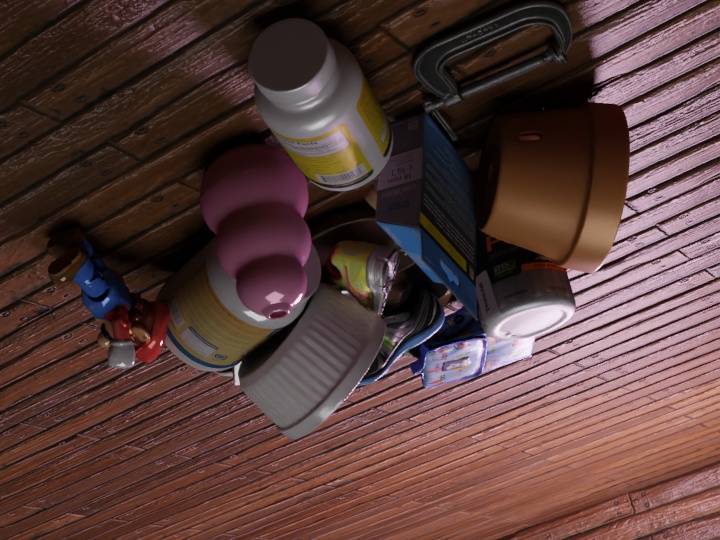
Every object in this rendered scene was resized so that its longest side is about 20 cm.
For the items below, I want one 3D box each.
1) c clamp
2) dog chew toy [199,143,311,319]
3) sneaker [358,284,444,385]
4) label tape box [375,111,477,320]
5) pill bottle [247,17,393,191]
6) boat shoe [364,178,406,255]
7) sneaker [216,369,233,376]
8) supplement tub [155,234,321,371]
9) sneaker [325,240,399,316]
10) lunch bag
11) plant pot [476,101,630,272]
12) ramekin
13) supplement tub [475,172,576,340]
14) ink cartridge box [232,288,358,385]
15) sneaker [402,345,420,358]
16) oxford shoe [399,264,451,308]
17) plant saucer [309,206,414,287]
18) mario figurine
[{"bbox_3d":[0.144,-0.223,1.375,0.200,0.027,0.171,-24,149,25],"label":"c clamp"},{"bbox_3d":[-0.110,-0.040,1.419,0.124,0.200,0.125,-12,155,-5],"label":"dog chew toy"},{"bbox_3d":[0.027,0.091,1.762,0.200,0.083,0.071,-38,-158,-18],"label":"sneaker"},{"bbox_3d":[0.077,-0.056,1.445,0.063,0.200,0.144,-14,144,26],"label":"label tape box"},{"bbox_3d":[-0.042,-0.168,1.287,0.111,0.111,0.200,-17,155,9],"label":"pill bottle"},{"bbox_3d":[0.067,-0.056,1.597,0.066,0.074,0.200,-31,133,8],"label":"boat shoe"},{"bbox_3d":[-0.127,0.112,1.889,0.200,0.073,0.085,-25,151,21],"label":"sneaker"},{"bbox_3d":[-0.155,0.028,1.609,0.144,0.145,0.200,7,149,-38],"label":"supplement tub"},{"bbox_3d":[0.000,0.000,1.668,0.090,0.078,0.200,17,163,5],"label":"sneaker"},{"bbox_3d":[0.164,0.106,1.954,0.200,0.094,0.151,-24,156,-10],"label":"lunch bag"},{"bbox_3d":[0.216,-0.104,1.486,0.140,0.200,0.200,7,153,-5],"label":"plant pot"},{"bbox_3d":[-0.070,0.109,1.656,0.105,0.200,0.200,40,134,-13],"label":"ramekin"},{"bbox_3d":[0.190,-0.023,1.610,0.122,0.200,0.123,-12,156,-5],"label":"supplement tub"},{"bbox_3d":[-0.082,0.092,1.788,0.200,0.067,0.116,-3,114,-7],"label":"ink cartridge box"},{"bbox_3d":[0.055,0.097,1.980,0.076,0.076,0.200,9,180,43],"label":"sneaker"},{"bbox_3d":[0.109,0.008,1.825,0.071,0.071,0.200,-36,163,-28],"label":"oxford shoe"},{"bbox_3d":[0.000,-0.034,1.698,0.200,0.030,0.200,-12,156,-5],"label":"plant saucer"},{"bbox_3d":[-0.318,0.048,1.551,0.106,0.124,0.200,-5,136,35],"label":"mario figurine"}]
